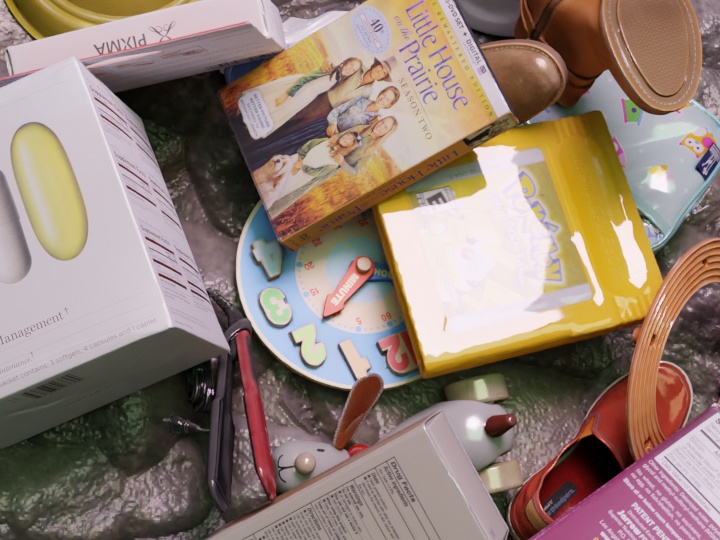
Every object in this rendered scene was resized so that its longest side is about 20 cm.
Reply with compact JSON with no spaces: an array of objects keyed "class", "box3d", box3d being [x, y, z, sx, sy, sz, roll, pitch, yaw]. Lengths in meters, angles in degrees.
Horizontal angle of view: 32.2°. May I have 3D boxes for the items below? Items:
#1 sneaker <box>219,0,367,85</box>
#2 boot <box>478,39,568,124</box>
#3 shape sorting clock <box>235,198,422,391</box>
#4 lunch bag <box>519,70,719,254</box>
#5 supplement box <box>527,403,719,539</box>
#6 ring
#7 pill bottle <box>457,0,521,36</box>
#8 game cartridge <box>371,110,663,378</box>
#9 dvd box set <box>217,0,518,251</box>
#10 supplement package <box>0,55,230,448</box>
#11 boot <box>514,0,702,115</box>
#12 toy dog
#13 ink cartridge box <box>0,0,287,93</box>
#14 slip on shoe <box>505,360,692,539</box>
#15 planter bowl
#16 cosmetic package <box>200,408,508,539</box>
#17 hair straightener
[{"class":"sneaker","box3d":[-0.019,-0.175,1.043,0.200,0.076,0.077,-13,81,-5]},{"class":"boot","box3d":[0.068,-0.122,0.975,0.074,0.200,0.075,61,39,-20]},{"class":"shape sorting clock","box3d":[0.000,0.000,0.999,0.200,0.039,0.200,4,71,-10]},{"class":"lunch bag","box3d":[0.199,-0.099,1.048,0.200,0.077,0.160,37,68,8]},{"class":"supplement box","box3d":[0.212,0.211,0.895,0.200,0.131,0.103,-33,55,-12]},{"class":"ring","box3d":[0.257,0.072,0.971,0.019,0.200,0.201,15,61,42]},{"class":"pill bottle","box3d":[0.144,-0.317,1.093,0.114,0.114,0.200,23,69,-3]},{"class":"game cartridge","box3d":[0.119,-0.024,0.958,0.200,0.032,0.177,-14,73,-8]},{"class":"dvd box set","box3d":[0.002,-0.124,0.949,0.200,0.029,0.146,-28,68,13]},{"class":"supplement package","box3d":[-0.227,-0.006,0.871,0.191,0.147,0.200,-23,77,3]},{"class":"boot","box3d":[0.180,-0.168,0.947,0.074,0.155,0.200,-7,63,-16]},{"class":"toy dog","box3d":[0.041,0.134,0.932,0.200,0.096,0.132,-29,79,-19]},{"class":"ink cartridge box","box3d":[-0.165,-0.168,0.922,0.200,0.174,0.044,-12,91,5]},{"class":"slip on shoe","box3d":[0.196,0.143,0.979,0.200,0.061,0.074,-39,81,-23]},{"class":"planter bowl","box3d":[-0.200,-0.275,1.028,0.200,0.083,0.201,4,71,-10]},{"class":"cosmetic package","box3d":[-0.009,0.189,0.864,0.200,0.071,0.105,-29,87,13]},{"class":"hair straightener","box3d":[-0.111,0.090,0.909,0.077,0.041,0.200,-16,48,2]}]
